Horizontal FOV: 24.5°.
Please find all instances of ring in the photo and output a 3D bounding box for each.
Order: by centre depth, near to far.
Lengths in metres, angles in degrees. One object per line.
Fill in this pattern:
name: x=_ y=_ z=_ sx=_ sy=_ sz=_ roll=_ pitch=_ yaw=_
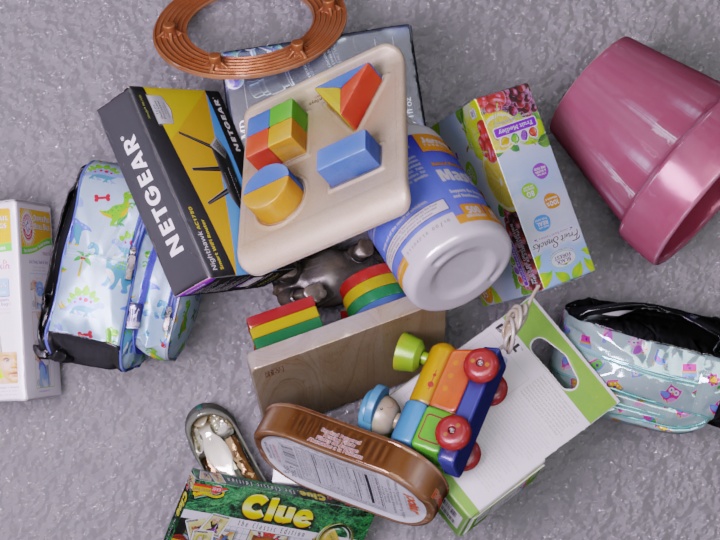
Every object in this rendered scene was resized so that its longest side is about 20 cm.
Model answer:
ring: x=-0.113 y=-0.257 z=1.688 sx=0.200 sy=0.201 sz=0.019 roll=-8 pitch=130 yaw=-4

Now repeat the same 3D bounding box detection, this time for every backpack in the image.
backpack: x=-0.228 y=-0.002 z=1.655 sx=0.146 sy=0.183 sz=0.201 roll=9 pitch=88 yaw=1
backpack: x=0.296 y=0.097 z=1.705 sx=0.199 sy=0.167 sz=0.127 roll=12 pitch=92 yaw=3

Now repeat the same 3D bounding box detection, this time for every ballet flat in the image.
ballet flat: x=-0.125 y=0.230 z=1.716 sx=0.067 sy=0.064 sz=0.200 roll=-29 pitch=90 yaw=-4

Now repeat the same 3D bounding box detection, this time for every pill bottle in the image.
pill bottle: x=0.051 y=-0.068 z=1.575 sx=0.112 sy=0.112 sz=0.200 roll=-29 pitch=57 yaw=-4

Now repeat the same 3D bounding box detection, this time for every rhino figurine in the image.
rhino figurine: x=0.000 y=0.000 z=1.718 sx=0.199 sy=0.087 sz=0.060 roll=-12 pitch=82 yaw=-18

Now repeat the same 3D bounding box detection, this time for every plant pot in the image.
plant pot: x=0.302 y=-0.136 z=1.704 sx=0.179 sy=0.200 sz=0.200 roll=41 pitch=86 yaw=15

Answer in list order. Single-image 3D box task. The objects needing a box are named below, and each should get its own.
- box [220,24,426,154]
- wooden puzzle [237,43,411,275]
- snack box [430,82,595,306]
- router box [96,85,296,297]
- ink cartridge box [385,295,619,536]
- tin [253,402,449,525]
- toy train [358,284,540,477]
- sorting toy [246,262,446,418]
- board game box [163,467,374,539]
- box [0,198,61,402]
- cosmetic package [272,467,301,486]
box: x=-0.037 y=-0.161 z=1.716 sx=0.199 sy=0.107 sz=0.149 roll=-9 pitch=89 yaw=-3
wooden puzzle: x=-0.042 y=-0.112 z=1.554 sx=0.185 sy=0.046 sz=0.200 roll=-22 pitch=49 yaw=24
snack box: x=0.147 y=-0.073 z=1.689 sx=0.067 sy=0.169 sz=0.201 roll=-18 pitch=89 yaw=-18
router box: x=-0.156 y=-0.077 z=1.593 sx=0.051 sy=0.149 sz=0.200 roll=-30 pitch=79 yaw=29
ink cartridge box: x=0.136 y=0.145 z=1.662 sx=0.200 sy=0.076 sz=0.148 roll=-34 pitch=74 yaw=-18
tin: x=-0.011 y=0.189 z=1.601 sx=0.199 sy=0.112 sz=0.042 roll=18 pitch=64 yaw=21
toy train: x=0.085 y=0.087 z=1.596 sx=0.115 sy=0.085 sz=0.200 roll=18 pitch=72 yaw=19
sorting toy: x=-0.019 y=0.070 z=1.669 sx=0.198 sy=0.200 sz=0.070 roll=-19 pitch=68 yaw=-6
board game box: x=-0.093 y=0.265 z=1.687 sx=0.199 sy=0.023 sz=0.105 roll=13 pitch=112 yaw=-21
box: x=-0.376 y=0.032 z=1.681 sx=0.112 sy=0.101 sz=0.201 roll=-3 pitch=88 yaw=10
cosmetic package: x=0.009 y=0.202 z=1.717 sx=0.199 sy=0.083 sz=0.051 roll=5 pitch=87 yaw=-3
